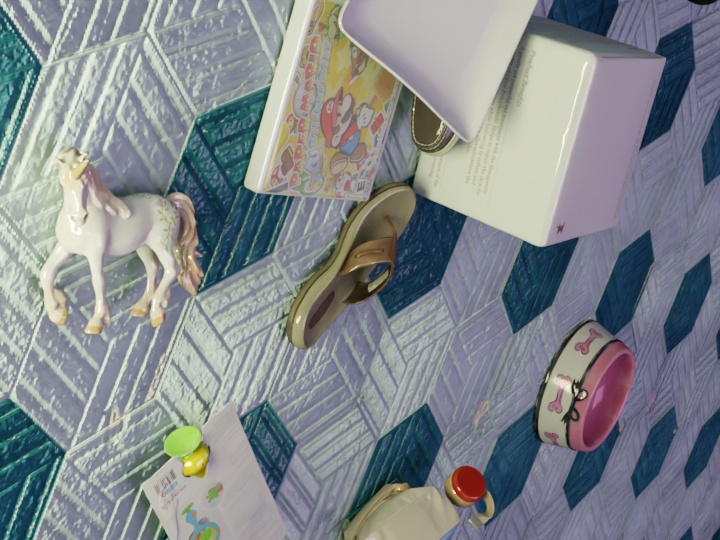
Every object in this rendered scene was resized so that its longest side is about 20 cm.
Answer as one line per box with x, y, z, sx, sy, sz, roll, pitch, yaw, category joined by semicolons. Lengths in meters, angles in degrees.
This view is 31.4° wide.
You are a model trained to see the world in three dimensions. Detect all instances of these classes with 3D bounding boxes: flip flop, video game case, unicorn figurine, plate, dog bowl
0.000;0.000;1.276;0.201;0.057;0.082;-53;147;-22;flip flop
-0.019;-0.164;1.168;0.181;0.023;0.203;-1;111;-57;video game case
-0.188;-0.024;0.963;0.200;0.073;0.140;-21;119;-69;unicorn figurine
0.075;-0.251;1.165;0.199;0.032;0.202;35;74;-39;plate
0.344;0.182;1.932;0.199;0.073;0.203;-37;140;-39;dog bowl

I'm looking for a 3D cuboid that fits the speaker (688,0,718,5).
0.512;-0.425;1.772;0.199;0.080;0.082;-28;133;-46;speaker

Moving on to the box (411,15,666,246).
0.190;-0.156;1.357;0.199;0.170;0.202;-13;121;-54;box

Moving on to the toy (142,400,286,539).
-0.144;0.221;1.215;0.115;0.047;0.202;-43;140;-28;toy

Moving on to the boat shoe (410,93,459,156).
0.077;-0.214;1.247;0.064;0.072;0.204;4;98;-53;boat shoe

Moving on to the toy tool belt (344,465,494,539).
0.060;0.320;1.563;0.199;0.125;0.123;-32;168;-39;toy tool belt
